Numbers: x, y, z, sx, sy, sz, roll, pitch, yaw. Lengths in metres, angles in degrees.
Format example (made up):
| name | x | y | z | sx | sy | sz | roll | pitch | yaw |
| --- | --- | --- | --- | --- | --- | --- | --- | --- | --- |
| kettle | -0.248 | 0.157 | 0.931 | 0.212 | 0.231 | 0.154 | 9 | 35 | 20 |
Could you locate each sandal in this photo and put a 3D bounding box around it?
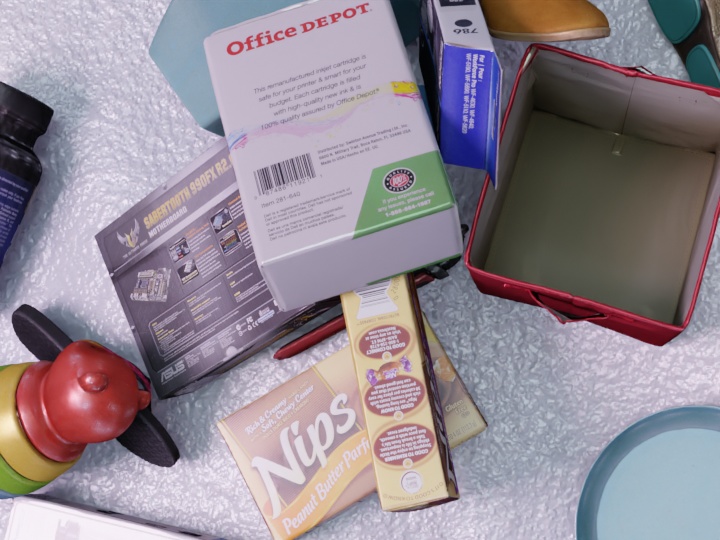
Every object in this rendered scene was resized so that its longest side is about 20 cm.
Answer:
| name | x | y | z | sx | sy | sz | roll | pitch | yaw |
| --- | --- | --- | --- | --- | --- | --- | --- | --- | --- |
| sandal | -0.222 | 0.090 | 1.124 | 0.199 | 0.076 | 0.045 | 40 | 54 | 18 |

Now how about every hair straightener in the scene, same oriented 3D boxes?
| name | x | y | z | sx | sy | sz | roll | pitch | yaw |
| --- | --- | --- | --- | --- | --- | --- | --- | --- | --- |
| hair straightener | 0.000 | 0.000 | 1.113 | 0.198 | 0.041 | 0.078 | -28 | 80 | 4 |

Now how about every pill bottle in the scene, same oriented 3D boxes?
| name | x | y | z | sx | sy | sz | roll | pitch | yaw |
| --- | --- | --- | --- | --- | --- | --- | --- | --- | --- |
| pill bottle | -0.347 | -0.067 | 1.139 | 0.111 | 0.112 | 0.202 | 23 | 86 | 11 |

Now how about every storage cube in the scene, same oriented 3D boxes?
| name | x | y | z | sx | sy | sz | roll | pitch | yaw |
| --- | --- | --- | --- | --- | --- | --- | --- | --- | --- |
| storage cube | 0.187 | -0.050 | 1.022 | 0.169 | 0.180 | 0.203 | 16 | 86 | 10 |

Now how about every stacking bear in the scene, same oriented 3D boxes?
| name | x | y | z | sx | sy | sz | roll | pitch | yaw |
| --- | --- | --- | --- | --- | --- | --- | --- | --- | --- |
| stacking bear | -0.265 | 0.119 | 1.056 | 0.198 | 0.121 | 0.115 | -23 | 54 | 26 |

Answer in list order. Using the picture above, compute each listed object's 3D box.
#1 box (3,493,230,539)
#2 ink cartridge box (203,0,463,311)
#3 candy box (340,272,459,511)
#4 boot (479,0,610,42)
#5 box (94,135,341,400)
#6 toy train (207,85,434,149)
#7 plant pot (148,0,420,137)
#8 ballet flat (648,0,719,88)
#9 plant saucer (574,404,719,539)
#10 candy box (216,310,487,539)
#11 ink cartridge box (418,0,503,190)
| name | x | y | z | sx | sy | sz | roll | pitch | yaw |
| --- | --- | --- | --- | --- | --- | --- | --- | --- | --- |
| box | -0.206 | 0.265 | 1.100 | 0.197 | 0.060 | 0.118 | 10 | 84 | 9 |
| ink cartridge box | -0.021 | -0.093 | 0.958 | 0.143 | 0.084 | 0.202 | -17 | 64 | 1 |
| candy box | 0.028 | 0.082 | 1.004 | 0.056 | 0.117 | 0.203 | -14 | 77 | 5 |
| boot | 0.125 | -0.251 | 0.988 | 0.070 | 0.201 | 0.146 | -5 | 108 | -23 |
| box | -0.121 | -0.004 | 1.084 | 0.199 | 0.048 | 0.160 | -32 | 76 | 33 |
| toy train | -0.026 | -0.113 | 1.071 | 0.197 | 0.117 | 0.085 | 15 | 43 | -1 |
| plant pot | -0.069 | -0.210 | 1.099 | 0.200 | 0.141 | 0.142 | -41 | 72 | 12 |
| ballet flat | 0.296 | -0.199 | 1.093 | 0.065 | 0.070 | 0.202 | -16 | 82 | -22 |
| plant saucer | 0.273 | 0.211 | 1.052 | 0.197 | 0.027 | 0.203 | -1 | 82 | 9 |
| candy box | -0.007 | 0.130 | 1.089 | 0.198 | 0.055 | 0.116 | -30 | 78 | 4 |
| ink cartridge box | 0.071 | -0.154 | 0.969 | 0.039 | 0.201 | 0.100 | -3 | 126 | -4 |
